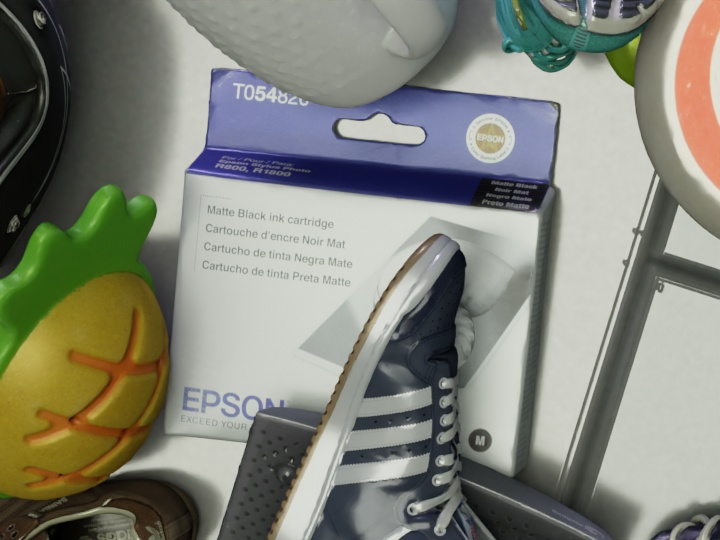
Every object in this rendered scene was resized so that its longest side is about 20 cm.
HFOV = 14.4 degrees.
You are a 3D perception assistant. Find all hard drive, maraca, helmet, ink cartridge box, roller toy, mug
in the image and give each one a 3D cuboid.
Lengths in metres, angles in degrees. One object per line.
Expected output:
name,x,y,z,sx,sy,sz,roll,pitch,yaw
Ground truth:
hard drive,0.026,0.152,1.500,0.199,0.042,0.135,20,118,5
maraca,-0.155,0.040,1.487,0.107,0.137,0.200,33,137,22
helmet,-0.242,-0.090,1.481,0.199,0.200,0.191,12,75,11
ink cartridge box,0.000,0.000,1.516,0.199,0.041,0.201,6,95,11
roller toy,0.231,-0.095,1.409,0.199,0.140,0.183,-23,90,12
mug,-0.023,-0.165,1.421,0.148,0.200,0.175,-44,122,-5

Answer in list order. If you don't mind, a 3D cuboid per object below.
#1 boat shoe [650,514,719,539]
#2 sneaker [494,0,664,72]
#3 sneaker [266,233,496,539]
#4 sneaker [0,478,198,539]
boat shoe,0.199,0.143,1.469,0.093,0.075,0.200,32,89,20
sneaker,0.104,-0.135,1.410,0.077,0.200,0.080,10,106,-8
sneaker,0.035,0.089,1.418,0.108,0.070,0.201,27,103,10
sneaker,-0.190,0.153,1.550,0.199,0.076,0.071,-16,91,12
